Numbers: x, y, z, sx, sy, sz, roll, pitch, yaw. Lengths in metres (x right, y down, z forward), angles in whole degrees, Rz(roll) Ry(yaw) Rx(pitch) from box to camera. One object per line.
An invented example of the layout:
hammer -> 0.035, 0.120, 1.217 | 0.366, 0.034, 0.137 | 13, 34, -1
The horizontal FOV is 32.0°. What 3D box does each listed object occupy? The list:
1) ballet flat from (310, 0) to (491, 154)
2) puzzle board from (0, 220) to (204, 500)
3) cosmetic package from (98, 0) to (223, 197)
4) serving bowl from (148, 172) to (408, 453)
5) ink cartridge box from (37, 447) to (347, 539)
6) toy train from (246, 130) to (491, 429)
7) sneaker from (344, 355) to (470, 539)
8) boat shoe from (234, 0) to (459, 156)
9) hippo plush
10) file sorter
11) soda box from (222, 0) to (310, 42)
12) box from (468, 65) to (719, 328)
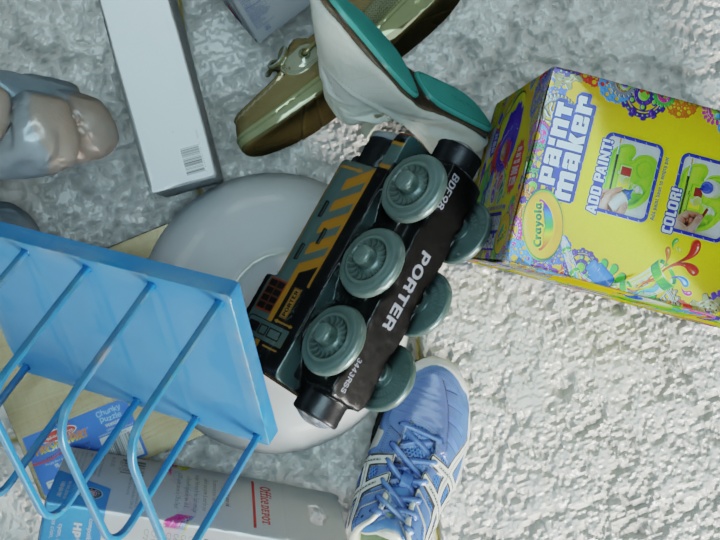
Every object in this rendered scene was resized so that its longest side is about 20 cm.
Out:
ballet flat -> 0.017, -0.116, 0.846 | 0.069, 0.199, 0.070 | -14, 65, 32
puzzle board -> -0.166, 0.058, 0.910 | 0.198, 0.017, 0.152 | -22, 94, -2
cosmetic package -> -0.146, -0.154, 0.874 | 0.050, 0.083, 0.202 | -15, 92, 0
serving bowl -> -0.055, 0.029, 0.877 | 0.198, 0.066, 0.202 | 0, 88, -11
ink cartridge box -> -0.114, 0.184, 0.859 | 0.198, 0.115, 0.069 | 11, 98, -7
toy train -> 0.000, 0.000, 0.799 | 0.085, 0.113, 0.201 | 37, 78, -45
sneaker -> 0.033, 0.160, 0.893 | 0.075, 0.077, 0.202 | 16, 89, -2
boat shoe -> -0.017, -0.160, 0.889 | 0.200, 0.073, 0.063 | -41, 82, -3
hippo plush -> -0.271, -0.054, 0.830 | 0.198, 0.159, 0.162 | 12, 102, -21
file sorter -> -0.173, 0.074, 0.761 | 0.198, 0.139, 0.123 | 13, 49, 21
soda box -> -0.019, -0.253, 0.875 | 0.199, 0.064, 0.068 | -37, 55, -2
box -> 0.181, -0.040, 0.835 | 0.191, 0.200, 0.123 | 14, 90, -4
